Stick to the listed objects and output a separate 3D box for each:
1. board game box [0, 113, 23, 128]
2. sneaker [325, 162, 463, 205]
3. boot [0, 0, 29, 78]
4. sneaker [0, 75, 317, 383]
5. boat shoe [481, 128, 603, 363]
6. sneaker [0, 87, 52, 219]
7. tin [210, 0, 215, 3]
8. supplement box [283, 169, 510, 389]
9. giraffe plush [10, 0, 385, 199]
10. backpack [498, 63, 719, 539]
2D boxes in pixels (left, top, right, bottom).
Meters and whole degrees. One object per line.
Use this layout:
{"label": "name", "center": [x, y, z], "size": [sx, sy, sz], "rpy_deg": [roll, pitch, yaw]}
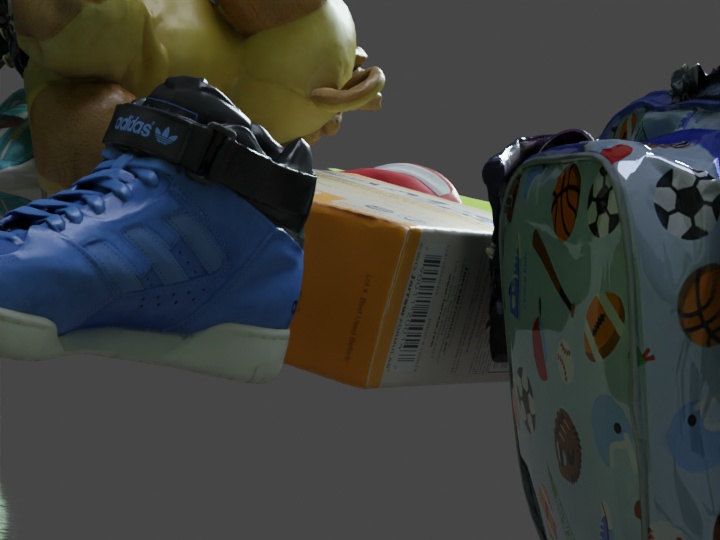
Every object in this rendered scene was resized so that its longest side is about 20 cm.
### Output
{"label": "board game box", "center": [-0.250, -0.048, 1.218], "size": [0.199, 0.039, 0.158], "rpy_deg": [-1, 0, -5]}
{"label": "sneaker", "center": [-0.044, -0.020, 1.409], "size": [0.115, 0.079, 0.199], "rpy_deg": [-1, 2, -39]}
{"label": "boot", "center": [-0.176, -0.135, 1.400], "size": [0.073, 0.204, 0.154], "rpy_deg": [24, 35, -26]}
{"label": "sneaker", "center": [-0.099, -0.024, 1.018], "size": [0.199, 0.112, 0.077], "rpy_deg": [9, 7, -39]}
{"label": "boat shoe", "center": [0.113, -0.020, 1.216], "size": [0.074, 0.093, 0.200], "rpy_deg": [-2, 8, 24]}
{"label": "sneaker", "center": [-0.183, -0.062, 1.419], "size": [0.079, 0.078, 0.200], "rpy_deg": [0, 7, -11]}
{"label": "tin", "center": [-0.064, -0.139, 1.380], "size": [0.042, 0.200, 0.112], "rpy_deg": [-36, 63, -27]}
{"label": "supplement box", "center": [0.000, 0.000, 1.221], "size": [0.125, 0.074, 0.200], "rpy_deg": [17, 6, 23]}
{"label": "giraffe plush", "center": [-0.074, -0.101, 1.245], "size": [0.161, 0.201, 0.173], "rpy_deg": [-9, 45, -7]}
{"label": "backpack", "center": [0.119, 0.028, 0.781], "size": [0.153, 0.201, 0.191], "rpy_deg": [0, 3, -4]}
